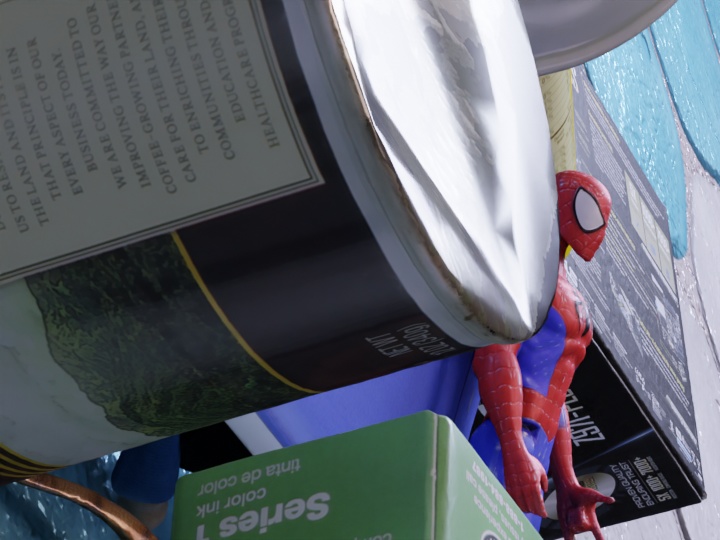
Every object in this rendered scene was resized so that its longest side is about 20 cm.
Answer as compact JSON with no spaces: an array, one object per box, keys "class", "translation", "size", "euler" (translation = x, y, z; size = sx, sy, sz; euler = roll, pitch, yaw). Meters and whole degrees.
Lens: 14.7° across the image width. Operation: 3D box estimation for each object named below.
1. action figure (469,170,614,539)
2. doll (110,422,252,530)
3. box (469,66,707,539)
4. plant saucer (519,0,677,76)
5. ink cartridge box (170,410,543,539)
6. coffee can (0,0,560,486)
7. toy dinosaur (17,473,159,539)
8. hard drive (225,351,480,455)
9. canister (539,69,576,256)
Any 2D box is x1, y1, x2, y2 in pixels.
[{"class":"action figure","translation":[0.048,0.066,0.866],"size":[0.065,0.051,0.201],"euler":[32,66,-63]},{"class":"doll","translation":[-0.026,0.028,0.864],"size":[0.137,0.048,0.200],"euler":[-57,154,-12]},{"class":"box","translation":[0.071,-0.004,1.200],"size":[0.200,0.086,0.165],"euler":[51,28,-50]},{"class":"plant saucer","translation":[0.046,-0.161,0.871],"size":[0.050,0.199,0.201],"euler":[4,-66,70]},{"class":"ink cartridge box","translation":[0.013,0.162,0.702],"size":[0.145,0.083,0.201],"euler":[53,31,-44]},{"class":"coffee can","translation":[-0.074,-0.029,0.607],"size":[0.146,0.199,0.147],"euler":[-16,90,-71]},{"class":"toy dinosaur","translation":[-0.037,0.128,0.811],"size":[0.106,0.060,0.201],"euler":[-35,108,-70]},{"class":"hard drive","translation":[0.000,0.000,0.813],"size":[0.200,0.025,0.133],"euler":[57,46,-60]},{"class":"canister","translation":[0.035,-0.104,1.021],"size":[0.201,0.086,0.149],"euler":[80,5,-54]}]
